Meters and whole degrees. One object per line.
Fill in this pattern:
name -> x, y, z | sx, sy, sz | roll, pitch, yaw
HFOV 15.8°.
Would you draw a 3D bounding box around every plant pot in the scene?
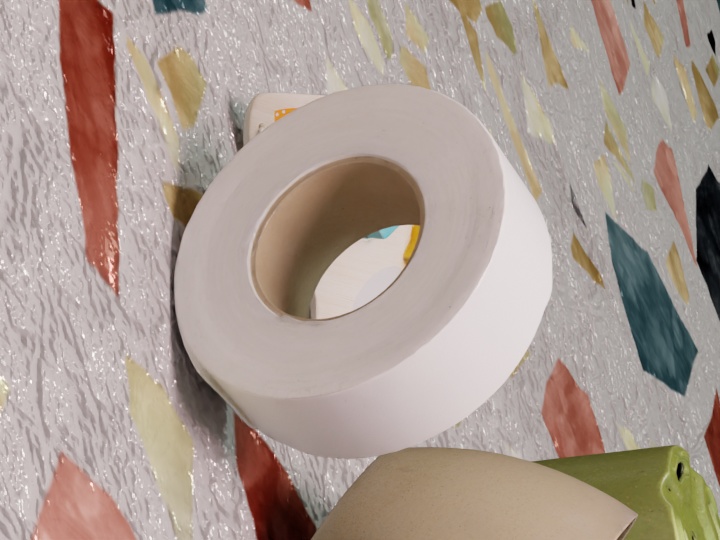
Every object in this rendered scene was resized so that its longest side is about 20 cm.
plant pot -> 0.127, 0.192, 1.613 | 0.200, 0.189, 0.201 | -17, 90, -71
plant pot -> 0.042, 0.175, 1.437 | 0.134, 0.201, 0.200 | 37, 16, 10

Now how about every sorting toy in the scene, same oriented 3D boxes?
sorting toy -> 0.008, -0.012, 1.640 | 0.200, 0.106, 0.181 | 5, 88, -70

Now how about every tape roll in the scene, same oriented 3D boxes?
tape roll -> 0.000, 0.000, 1.410 | 0.071, 0.202, 0.203 | 51, 29, -48
